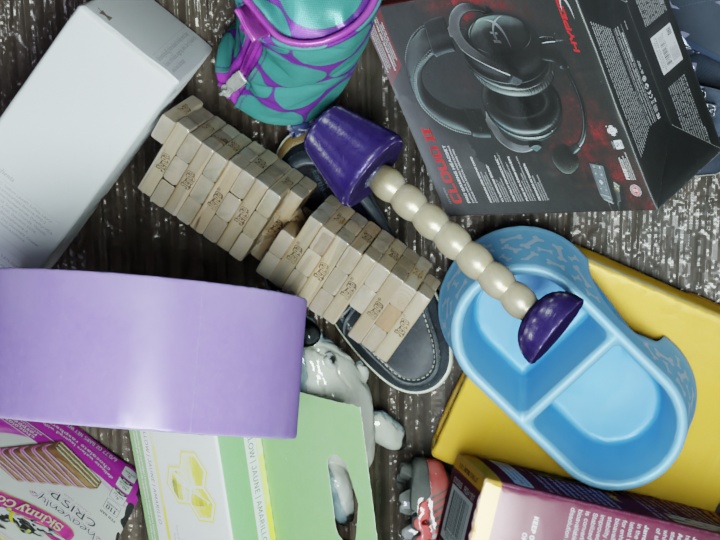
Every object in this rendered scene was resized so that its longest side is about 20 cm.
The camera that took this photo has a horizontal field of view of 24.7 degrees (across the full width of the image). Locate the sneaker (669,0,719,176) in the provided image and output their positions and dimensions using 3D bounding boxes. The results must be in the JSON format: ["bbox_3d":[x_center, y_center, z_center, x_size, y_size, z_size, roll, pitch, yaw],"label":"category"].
[{"bbox_3d":[0.163,-0.135,1.023,0.200,0.077,0.148,16,107,0],"label":"sneaker"}]

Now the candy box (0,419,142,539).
[{"bbox_3d":[-0.232,0.163,1.102,0.136,0.200,0.061,37,109,-7],"label":"candy box"}]

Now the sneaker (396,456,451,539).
[{"bbox_3d":[0.088,0.215,1.154,0.097,0.071,0.203,-18,104,7],"label":"sneaker"}]

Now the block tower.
[{"bbox_3d":[-0.047,-0.027,1.034,0.199,0.054,0.058,36,113,1],"label":"block tower"}]

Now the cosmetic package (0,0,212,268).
[{"bbox_3d":[-0.190,-0.082,1.063,0.081,0.113,0.200,39,110,-7],"label":"cosmetic package"}]

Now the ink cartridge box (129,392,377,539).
[{"bbox_3d":[-0.076,0.145,1.104,0.199,0.048,0.147,11,115,46],"label":"ink cartridge box"}]

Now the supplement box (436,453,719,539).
[{"bbox_3d":[0.155,0.189,1.067,0.197,0.110,0.087,14,91,-6],"label":"supplement box"}]

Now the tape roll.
[{"bbox_3d":[-0.132,0.051,0.978,0.197,0.200,0.086,5,85,5],"label":"tape roll"}]

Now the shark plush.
[{"bbox_3d":[-0.042,0.090,1.103,0.082,0.091,0.201,10,142,30],"label":"shark plush"}]

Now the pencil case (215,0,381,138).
[{"bbox_3d":[-0.040,-0.144,0.972,0.092,0.200,0.086,-34,87,-11],"label":"pencil case"}]

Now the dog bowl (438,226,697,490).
[{"bbox_3d":[0.136,0.063,1.076,0.200,0.050,0.111,44,107,-9],"label":"dog bowl"}]

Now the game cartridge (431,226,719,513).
[{"bbox_3d":[0.171,0.086,1.124,0.198,0.032,0.178,23,109,-4],"label":"game cartridge"}]

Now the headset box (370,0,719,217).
[{"bbox_3d":[0.098,-0.115,0.989,0.199,0.077,0.150,1,121,50],"label":"headset box"}]

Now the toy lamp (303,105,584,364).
[{"bbox_3d":[0.047,-0.027,1.016,0.200,0.058,0.058,40,110,13],"label":"toy lamp"}]

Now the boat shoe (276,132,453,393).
[{"bbox_3d":[0.000,0.000,1.095,0.074,0.062,0.202,-24,106,11],"label":"boat shoe"}]
